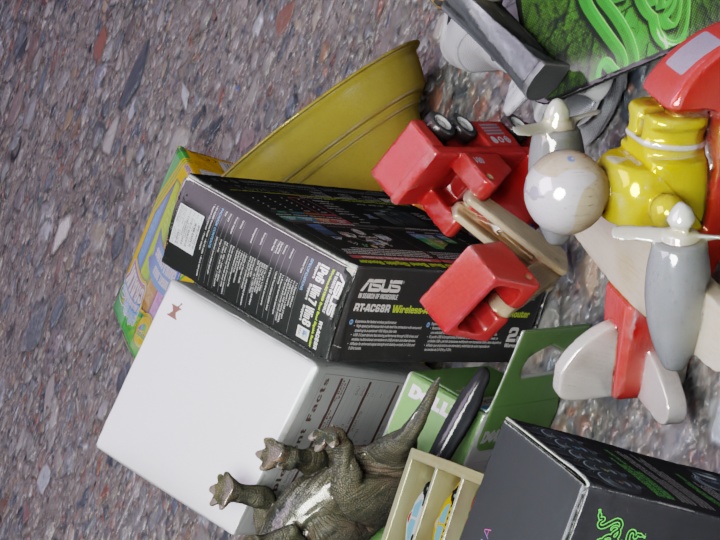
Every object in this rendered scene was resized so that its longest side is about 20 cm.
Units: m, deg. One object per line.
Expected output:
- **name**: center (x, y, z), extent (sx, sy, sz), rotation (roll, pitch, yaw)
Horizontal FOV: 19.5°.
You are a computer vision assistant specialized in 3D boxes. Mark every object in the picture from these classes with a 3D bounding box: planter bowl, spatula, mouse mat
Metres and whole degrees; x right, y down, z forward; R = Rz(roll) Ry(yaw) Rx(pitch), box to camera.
- **planter bowl**: center (-0.014, -0.074, 1.520), extent (0.200, 0.084, 0.200), rotation (-36, -2, -1)
- **spatula**: center (0.031, 0.147, 1.189), extent (0.057, 0.020, 0.201), rotation (-13, -56, -86)
- **mouse mat**: center (0.158, -0.212, 1.270), extent (0.160, 0.008, 0.201), rotation (-22, 62, 30)

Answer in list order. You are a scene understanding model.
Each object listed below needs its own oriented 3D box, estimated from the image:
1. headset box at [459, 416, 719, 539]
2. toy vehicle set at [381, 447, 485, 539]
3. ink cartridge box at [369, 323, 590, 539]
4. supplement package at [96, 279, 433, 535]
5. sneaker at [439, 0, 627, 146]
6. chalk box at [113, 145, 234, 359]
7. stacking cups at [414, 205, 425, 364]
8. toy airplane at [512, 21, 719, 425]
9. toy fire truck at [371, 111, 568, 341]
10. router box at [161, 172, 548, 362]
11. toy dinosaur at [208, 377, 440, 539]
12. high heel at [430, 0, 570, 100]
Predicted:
- **headset box**: center (0.126, 0.178, 0.969), extent (0.175, 0.199, 0.093), rotation (-70, 24, 7)
- **toy vehicle set**: center (0.031, 0.200, 1.095), extent (0.124, 0.026, 0.201), rotation (7, 78, 68)
- **ink cartridge box**: center (0.058, 0.112, 1.260), extent (0.059, 0.104, 0.201), rotation (28, 104, 27)
- **supplement package**: center (-0.051, 0.089, 1.323), extent (0.117, 0.200, 0.118), rotation (30, 97, 26)
- **sneaker**: center (0.109, -0.137, 1.352), extent (0.200, 0.075, 0.115), rotation (-22, 53, 57)
- **chalk box**: center (-0.115, 0.025, 1.679), extent (0.201, 0.124, 0.124), rotation (-68, 25, 16)
- **stacking cups**: center (0.033, -0.005, 1.456), extent (0.060, 0.060, 0.201), rotation (-10, 65, 63)
- **toy airplane**: center (0.144, -0.018, 1.124), extent (0.200, 0.141, 0.200), rotation (-34, 46, 55)
- **toy fire truck**: center (0.081, -0.030, 1.264), extent (0.049, 0.200, 0.141), rotation (-49, 66, 26)
- **router box**: center (0.000, 0.000, 1.296), extent (0.150, 0.200, 0.062), rotation (28, 106, 37)
- **toy dinosaur**: center (-0.018, 0.132, 1.200), extent (0.200, 0.102, 0.077), rotation (-55, 47, 7)
- **high heel**: center (0.116, -0.220, 1.250), extent (0.200, 0.071, 0.143), rotation (-52, 57, 21)
